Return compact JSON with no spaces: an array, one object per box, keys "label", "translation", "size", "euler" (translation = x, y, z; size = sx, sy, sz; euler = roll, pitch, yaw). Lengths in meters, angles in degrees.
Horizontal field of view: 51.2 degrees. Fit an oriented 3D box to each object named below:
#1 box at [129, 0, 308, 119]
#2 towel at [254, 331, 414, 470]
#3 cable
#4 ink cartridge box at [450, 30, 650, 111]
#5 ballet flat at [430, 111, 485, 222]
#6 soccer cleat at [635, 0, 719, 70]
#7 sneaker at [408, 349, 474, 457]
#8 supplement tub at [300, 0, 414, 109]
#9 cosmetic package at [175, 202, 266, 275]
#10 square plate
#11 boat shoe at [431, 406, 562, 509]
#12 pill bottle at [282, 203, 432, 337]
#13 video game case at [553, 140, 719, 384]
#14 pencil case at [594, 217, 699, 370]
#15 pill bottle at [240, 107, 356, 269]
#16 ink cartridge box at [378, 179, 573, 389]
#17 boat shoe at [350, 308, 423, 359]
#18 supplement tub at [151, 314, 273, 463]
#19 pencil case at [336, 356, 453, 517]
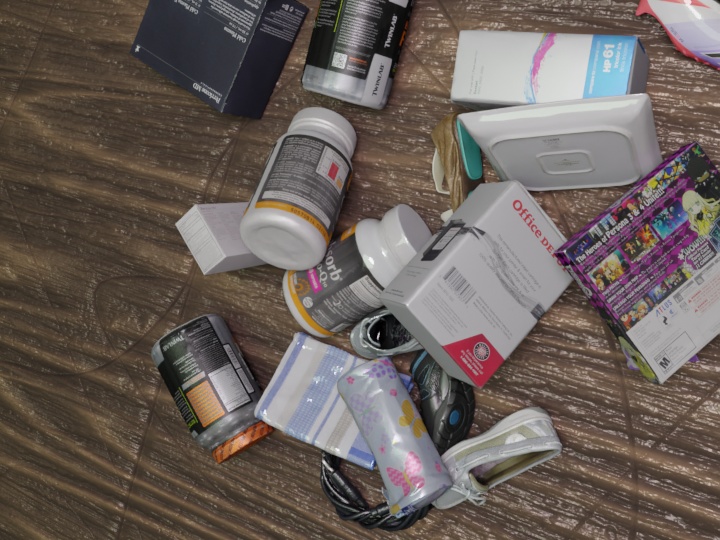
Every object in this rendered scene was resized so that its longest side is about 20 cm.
[{"label":"box","translation":[-0.210,-0.353,1.105],"size":[0.199,0.104,0.183],"euler":[35,108,20]},{"label":"towel","translation":[-0.040,0.179,1.068],"size":[0.199,0.024,0.148],"euler":[19,65,22]},{"label":"cable","translation":[0.026,0.294,1.073],"size":[0.199,0.051,0.165],"euler":[12,98,24]},{"label":"ink cartridge box","translation":[0.222,-0.223,0.877],"size":[0.199,0.144,0.085],"euler":[10,98,25]},{"label":"ballet flat","translation":[0.131,-0.104,0.984],"size":[0.072,0.068,0.202],"euler":[-16,88,46]},{"label":"soccer cleat","translation":[0.398,-0.257,0.839],"size":[0.200,0.068,0.073],"euler":[48,136,11]},{"label":"sneaker","translation":[0.108,0.158,1.020],"size":[0.082,0.073,0.202],"euler":[10,94,42]},{"label":"supplement tub","translation":[0.001,-0.324,0.992],"size":[0.122,0.122,0.202],"euler":[21,104,23]},{"label":"cosmetic package","translation":[-0.161,-0.049,1.053],"size":[0.051,0.200,0.083],"euler":[-35,79,27]},{"label":"square plate","translation":[0.232,-0.133,0.853],"size":[0.198,0.198,0.029],"euler":[-1,74,26]},{"label":"boat shoe","translation":[0.167,0.255,0.975],"size":[0.201,0.074,0.065],"euler":[-36,37,16]},{"label":"pill bottle","translation":[0.000,0.000,1.024],"size":[0.199,0.116,0.117],"euler":[-32,80,25]},{"label":"video game case","translation":[0.341,-0.009,0.823],"size":[0.200,0.036,0.182],"euler":[-39,93,-8]},{"label":"pencil case","translation":[0.334,0.017,0.883],"size":[0.084,0.085,0.202],"euler":[-12,89,64]},{"label":"pill bottle","translation":[-0.076,-0.111,0.998],"size":[0.115,0.117,0.201],"euler":[1,55,26]},{"label":"ink cartridge box","translation":[0.145,0.013,0.894],"size":[0.200,0.083,0.145],"euler":[-47,108,-12]},{"label":"boat shoe","translation":[0.037,0.079,1.004],"size":[0.200,0.071,0.071],"euler":[-16,72,52]},{"label":"supplement tub","translation":[-0.220,0.179,1.139],"size":[0.122,0.122,0.201],"euler":[-35,79,25]},{"label":"pencil case","translation":[0.042,0.214,0.978],"size":[0.091,0.083,0.201],"euler":[-42,63,36]}]
